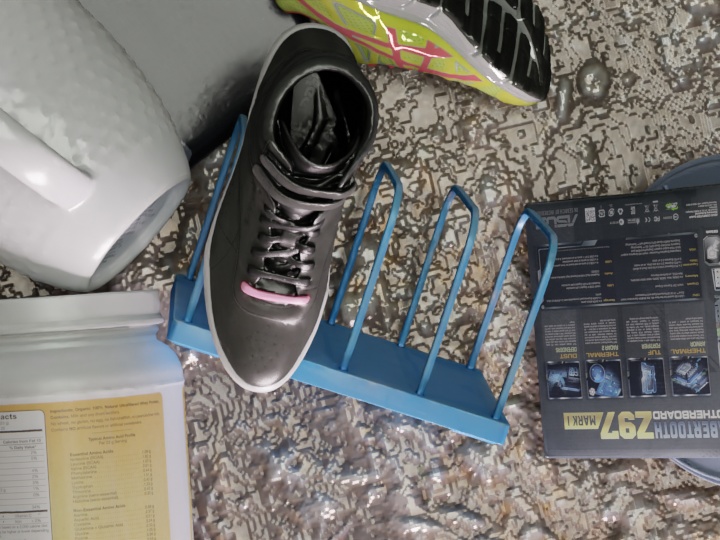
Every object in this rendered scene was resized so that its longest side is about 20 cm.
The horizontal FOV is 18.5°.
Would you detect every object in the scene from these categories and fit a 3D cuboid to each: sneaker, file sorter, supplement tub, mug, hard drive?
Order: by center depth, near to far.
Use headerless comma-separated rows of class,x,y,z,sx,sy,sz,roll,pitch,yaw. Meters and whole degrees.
sneaker,-0.039,-0.029,1.159,0.070,0.099,0.202,11,97,-8
mug,-0.191,-0.079,1.226,0.175,0.200,0.148,42,93,5
supplement tub,-0.169,0.115,1.268,0.143,0.145,0.202,-4,89,-8
file sorter,0.000,0.000,1.284,0.198,0.139,0.124,17,98,-7
hard drive,-0.123,-0.172,1.328,0.135,0.042,0.201,-38,94,-6
sneaker,0.031,-0.153,1.331,0.199,0.090,0.079,29,52,-30

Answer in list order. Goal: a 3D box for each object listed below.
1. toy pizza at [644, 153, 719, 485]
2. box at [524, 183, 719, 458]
toy pizza,0.230,0.030,1.323,0.032,0.199,0.202,-8,91,-48
box,0.192,0.030,1.299,0.051,0.199,0.159,-4,89,-47
